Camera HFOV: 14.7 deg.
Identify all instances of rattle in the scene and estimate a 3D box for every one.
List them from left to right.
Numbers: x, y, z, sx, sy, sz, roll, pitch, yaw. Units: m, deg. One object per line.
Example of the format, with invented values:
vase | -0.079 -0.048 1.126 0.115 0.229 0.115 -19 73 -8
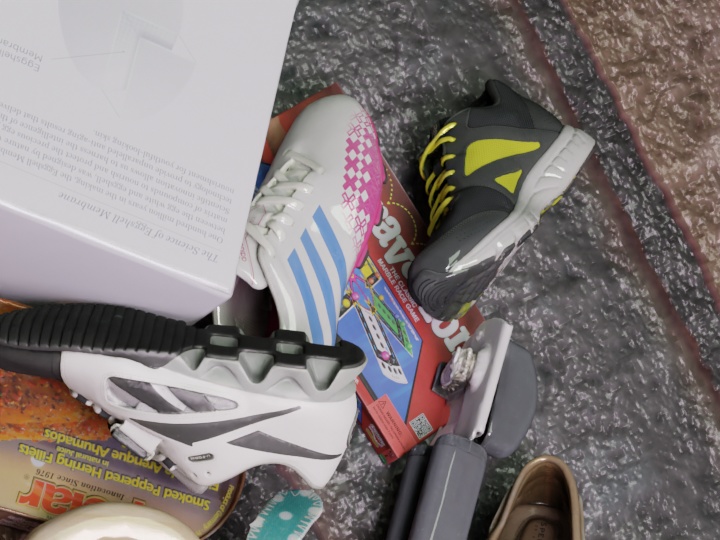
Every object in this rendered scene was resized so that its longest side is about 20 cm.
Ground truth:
rattle | -0.085 0.167 1.385 0.199 0.143 0.131 -8 72 -11

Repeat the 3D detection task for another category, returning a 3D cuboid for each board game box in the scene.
board game box | 0.000 0.000 1.590 0.103 0.019 0.201 -32 89 -35

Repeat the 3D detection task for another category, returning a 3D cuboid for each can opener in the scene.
can opener | 0.056 0.116 1.537 0.066 0.053 0.201 30 61 -18

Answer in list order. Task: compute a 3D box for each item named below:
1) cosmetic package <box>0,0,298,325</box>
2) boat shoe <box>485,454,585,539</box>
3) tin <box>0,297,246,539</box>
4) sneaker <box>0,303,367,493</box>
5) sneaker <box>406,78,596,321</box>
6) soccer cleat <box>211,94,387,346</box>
cosmetic package | -0.158 -0.090 1.473 0.199 0.123 0.201 23 61 -20
boat shoe | 0.084 0.180 1.501 0.071 0.065 0.200 7 38 4
tin | -0.156 0.086 1.461 0.199 0.042 0.113 19 60 -23
sneaker | -0.101 0.071 1.423 0.199 0.074 0.089 10 108 2
sneaker | 0.062 -0.042 1.603 0.085 0.075 0.200 39 36 2
soccer cleat | -0.039 -0.017 1.511 0.086 0.070 0.201 32 57 -41
